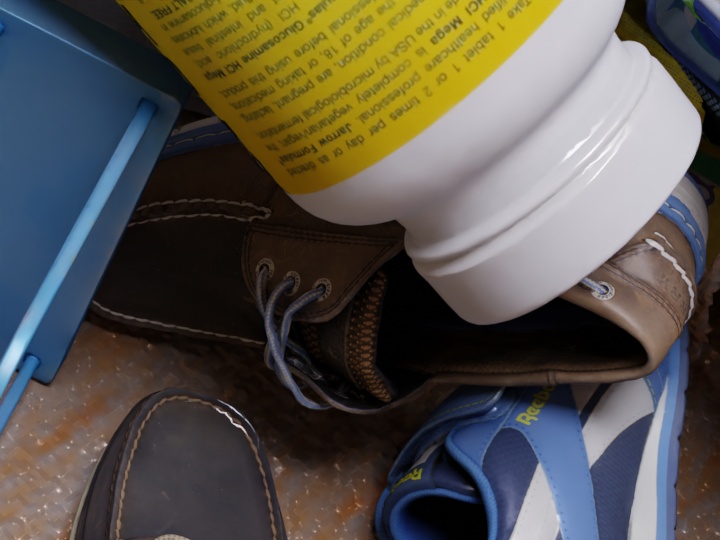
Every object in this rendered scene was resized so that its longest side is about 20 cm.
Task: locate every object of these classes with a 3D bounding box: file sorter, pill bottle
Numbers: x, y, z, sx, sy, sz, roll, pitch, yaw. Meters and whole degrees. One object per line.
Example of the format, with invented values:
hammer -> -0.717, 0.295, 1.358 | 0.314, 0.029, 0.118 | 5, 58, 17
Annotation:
file sorter -> -0.172, -0.018, 0.711 | 0.199, 0.139, 0.123 | 27, 49, -4
pill bottle -> -0.004, -0.086, 0.682 | 0.200, 0.112, 0.113 | 49, 43, -16

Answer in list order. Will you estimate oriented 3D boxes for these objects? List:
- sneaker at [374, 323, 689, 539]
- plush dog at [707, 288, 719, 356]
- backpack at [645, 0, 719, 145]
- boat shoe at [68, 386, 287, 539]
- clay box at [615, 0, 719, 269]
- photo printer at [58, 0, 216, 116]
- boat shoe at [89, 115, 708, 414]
sneaker -> 0.051, 0.055, 0.808 | 0.082, 0.074, 0.201 | 17, 46, -10
plush dog -> 0.197, 0.055, 0.829 | 0.159, 0.201, 0.172 | -6, 43, 4
backpack -> 0.187, -0.070, 0.721 | 0.147, 0.183, 0.200 | 34, 14, -49
boat shoe -> -0.040, 0.110, 0.711 | 0.074, 0.073, 0.201 | 12, 48, -18
clay box -> 0.090, -0.072, 0.913 | 0.114, 0.048, 0.200 | 31, 27, 0
photo printer -> -0.076, -0.153, 0.919 | 0.165, 0.070, 0.201 | 15, 47, -15
boat shoe -> 0.000, 0.000, 0.778 | 0.198, 0.073, 0.073 | -2, 40, 16
